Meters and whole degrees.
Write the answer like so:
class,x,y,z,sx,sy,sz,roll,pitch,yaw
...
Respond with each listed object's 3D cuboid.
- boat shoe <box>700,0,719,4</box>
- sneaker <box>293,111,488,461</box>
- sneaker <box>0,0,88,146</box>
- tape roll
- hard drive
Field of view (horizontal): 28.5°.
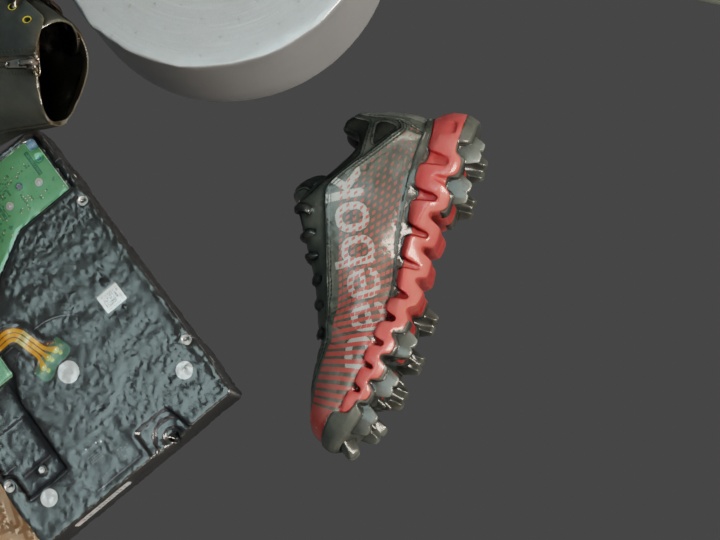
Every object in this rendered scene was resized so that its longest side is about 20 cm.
class,x,y,z,sx,sy,sz,roll,pitch,yaw
boat shoe,0.264,-0.199,0.790,0.199,0.075,0.066,-13,72,1
sneaker,0.000,0.000,0.787,0.097,0.071,0.203,17,80,10
sneaker,-0.212,-0.168,0.828,0.105,0.075,0.203,-9,83,27
tape roll,-0.081,-0.206,0.837,0.197,0.066,0.203,-1,79,7
hard drive,-0.181,0.037,0.820,0.139,0.038,0.201,-39,78,-1
